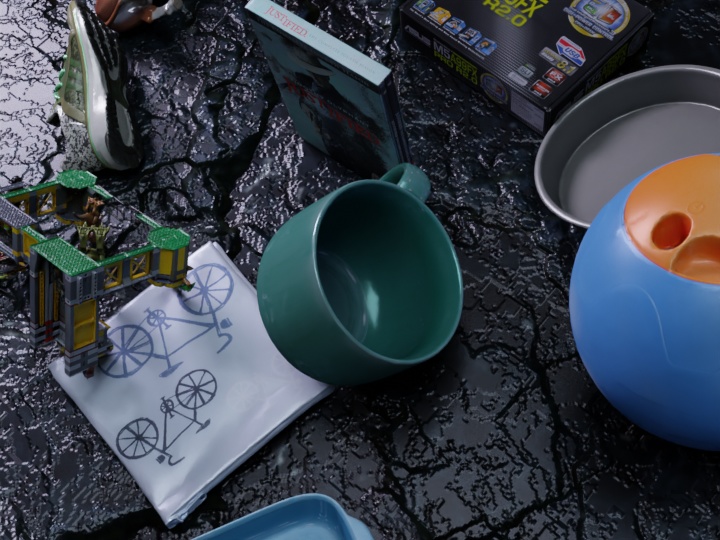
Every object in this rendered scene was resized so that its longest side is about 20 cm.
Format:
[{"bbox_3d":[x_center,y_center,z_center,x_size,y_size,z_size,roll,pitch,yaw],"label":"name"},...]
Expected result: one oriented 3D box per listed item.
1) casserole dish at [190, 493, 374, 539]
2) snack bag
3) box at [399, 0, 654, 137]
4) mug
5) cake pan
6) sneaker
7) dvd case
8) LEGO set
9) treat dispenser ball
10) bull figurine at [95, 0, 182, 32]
[{"bbox_3d":[-0.078,0.251,0.782,0.199,0.039,0.122,-23,60,-7],"label":"casserole dish"},{"bbox_3d":[-0.143,0.090,0.891,0.188,0.021,0.200,-39,63,-14],"label":"snack bag"},{"bbox_3d":[0.162,-0.245,1.031,0.160,0.044,0.200,-42,65,-16],"label":"box"},{"bbox_3d":[0.001,0.011,0.855,0.184,0.114,0.153,-27,90,-43],"label":"mug"},{"bbox_3d":[0.252,-0.099,0.903,0.199,0.037,0.201,-19,42,18],"label":"cake pan"},{"bbox_3d":[-0.281,-0.179,1.027,0.088,0.077,0.202,-20,66,14],"label":"sneaker"},{"bbox_3d":[-0.019,-0.143,0.905,0.146,0.200,0.022,35,75,22],"label":"dvd case"},{"bbox_3d":[-0.248,0.006,0.907,0.199,0.117,0.154,25,33,24],"label":"LEGO set"},{"bbox_3d":[0.243,0.021,0.705,0.199,0.201,0.202,-3,60,5],"label":"treat dispenser ball"},{"bbox_3d":[-0.219,-0.342,1.108,0.121,0.065,0.202,-4,63,43],"label":"bull figurine"}]
